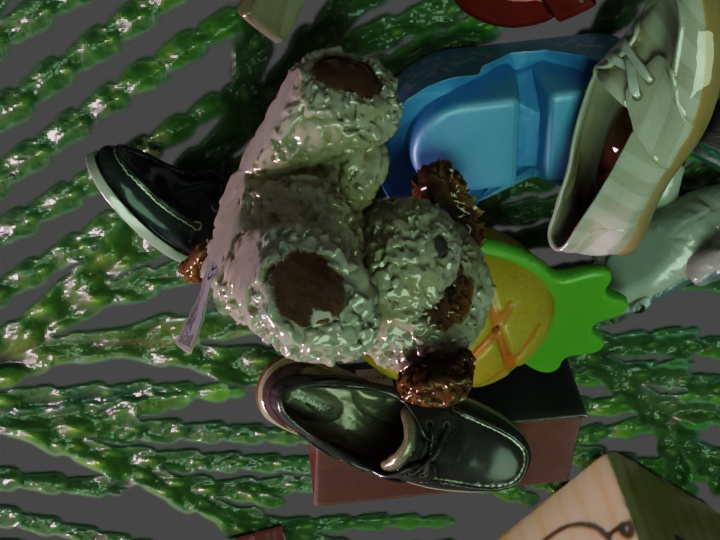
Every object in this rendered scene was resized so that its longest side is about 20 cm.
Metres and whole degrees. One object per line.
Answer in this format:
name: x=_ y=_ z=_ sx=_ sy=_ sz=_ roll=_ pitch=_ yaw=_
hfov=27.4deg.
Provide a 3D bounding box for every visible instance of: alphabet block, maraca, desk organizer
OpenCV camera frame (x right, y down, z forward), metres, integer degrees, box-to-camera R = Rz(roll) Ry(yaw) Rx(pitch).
alphabet block: x=0.223 y=0.305 z=1.196 sx=0.196 sy=0.200 sz=0.195 roll=33 pitch=116 yaw=-33
maraca: x=0.078 y=0.026 z=0.989 sx=0.199 sy=0.107 sz=0.137 roll=6 pitch=143 yaw=-13
desk organizer: x=0.058 y=0.115 z=1.087 sx=0.199 sy=0.072 sz=0.077 roll=-4 pitch=133 yaw=-9

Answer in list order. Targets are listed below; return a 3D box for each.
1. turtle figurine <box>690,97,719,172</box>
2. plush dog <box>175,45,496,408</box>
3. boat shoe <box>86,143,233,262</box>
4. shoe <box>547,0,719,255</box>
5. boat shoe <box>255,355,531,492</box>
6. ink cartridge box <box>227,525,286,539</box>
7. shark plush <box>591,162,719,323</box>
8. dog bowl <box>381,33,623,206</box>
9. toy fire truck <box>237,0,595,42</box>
turtle figurine: x=0.265 y=-0.152 z=0.887 sx=0.201 sy=0.100 sz=0.150 roll=-61 pitch=160 yaw=5
plush dog: x=0.000 y=0.000 z=0.855 sx=0.171 sy=0.201 sz=0.160 roll=23 pitch=143 yaw=-22
boat shoe: x=-0.083 y=-0.033 z=0.930 sx=0.066 sy=0.075 sz=0.199 roll=-39 pitch=127 yaw=17
shoe: x=0.161 y=-0.086 z=0.875 sx=0.053 sy=0.070 sz=0.201 roll=-3 pitch=132 yaw=-21
boat shoe: x=0.026 y=0.113 z=0.995 sx=0.199 sy=0.065 sz=0.074 roll=15 pitch=100 yaw=-11
ink cartridge box: x=-0.143 y=0.290 z=1.191 sx=0.199 sy=0.068 sz=0.117 roll=-15 pitch=131 yaw=-2
shark plush: x=0.209 y=0.009 z=1.037 sx=0.200 sy=0.091 sz=0.083 roll=-51 pitch=152 yaw=22
dog bowl: x=0.104 y=-0.094 z=0.936 sx=0.199 sy=0.050 sz=0.112 roll=-8 pitch=131 yaw=-6
toy fire truck: x=0.042 y=-0.192 z=0.805 sx=0.199 sy=0.129 sz=0.176 roll=-24 pitch=132 yaw=24
